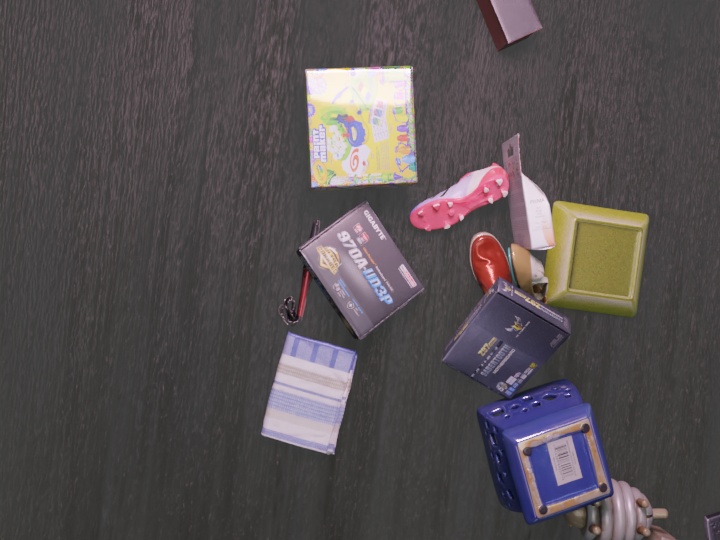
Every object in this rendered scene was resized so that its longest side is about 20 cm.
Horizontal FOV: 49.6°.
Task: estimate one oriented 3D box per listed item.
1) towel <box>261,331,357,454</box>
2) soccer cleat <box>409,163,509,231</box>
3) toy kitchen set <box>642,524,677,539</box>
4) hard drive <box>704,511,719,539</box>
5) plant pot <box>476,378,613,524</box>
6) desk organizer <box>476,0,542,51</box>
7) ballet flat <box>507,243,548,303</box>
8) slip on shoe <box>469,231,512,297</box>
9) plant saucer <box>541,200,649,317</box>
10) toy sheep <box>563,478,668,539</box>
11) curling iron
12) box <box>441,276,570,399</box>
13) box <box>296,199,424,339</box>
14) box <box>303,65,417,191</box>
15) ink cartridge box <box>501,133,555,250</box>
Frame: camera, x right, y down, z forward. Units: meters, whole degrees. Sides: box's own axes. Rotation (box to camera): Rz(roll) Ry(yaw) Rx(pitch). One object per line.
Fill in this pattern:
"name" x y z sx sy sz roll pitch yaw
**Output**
"towel" -0.094 0.230 1.456 0.144 0.024 0.204 15 89 -4
"soccer cleat" 0.183 -0.137 1.457 0.197 0.077 0.067 -24 124 11
"toy kitchen set" 0.633 0.616 1.469 0.196 0.163 0.184 16 90 -6
"hard drive" 0.752 0.565 1.539 0.132 0.042 0.204 -16 93 -5
"plant pot" 0.341 0.334 1.423 0.196 0.180 0.204 -17 94 -4
"desk organizer" 0.253 -0.517 1.437 0.071 0.077 0.203 -24 94 -4
"ballet flat" 0.307 0.009 1.412 0.062 0.201 0.070 -7 60 14
"slip on shoe" 0.256 0.026 1.464 0.073 0.061 0.204 -14 92 -3
"plant saucer" 0.456 -0.020 1.488 0.196 0.048 0.204 7 92 -6
"toy sheep" 0.478 0.457 1.464 0.196 0.138 0.141 5 91 3
"curling iron" -0.107 0.004 1.444 0.049 0.026 0.204 17 90 -9
"box" 0.262 0.128 1.421 0.156 0.051 0.201 30 126 -5
"box" 0.000 0.000 1.434 0.158 0.046 0.202 -35 95 -13
"box" -0.003 -0.250 1.399 0.189 0.122 0.204 -3 93 -6
"ink cartridge box" 0.302 -0.139 1.413 0.049 0.162 0.204 -6 92 0
